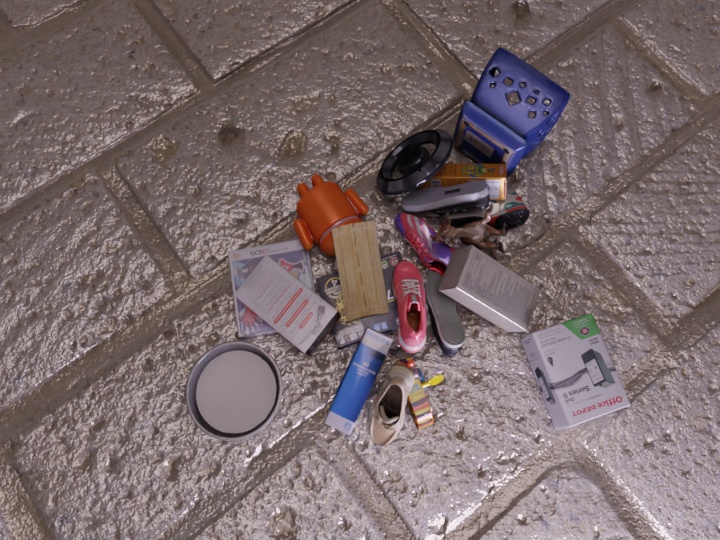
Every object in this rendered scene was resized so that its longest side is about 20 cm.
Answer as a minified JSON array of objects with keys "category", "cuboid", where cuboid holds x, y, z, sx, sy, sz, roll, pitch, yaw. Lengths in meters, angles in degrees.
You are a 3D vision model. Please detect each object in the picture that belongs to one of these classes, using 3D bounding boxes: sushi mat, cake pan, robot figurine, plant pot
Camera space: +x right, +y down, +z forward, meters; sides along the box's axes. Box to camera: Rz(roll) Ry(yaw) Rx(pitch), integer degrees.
[{"category":"sushi mat","cuboid":[0.000,0.000,1.172,0.095,0.012,0.202,-9,92,-6]},{"category":"cake pan","cuboid":[-0.259,0.248,1.153,0.198,0.037,0.203,0,73,-2]},{"category":"robot figurine","cuboid":[-0.068,-0.114,1.236,0.143,0.117,0.201,-20,71,-44]},{"category":"plant pot","cuboid":[0.330,-0.347,1.286,0.199,0.200,0.180,38,81,9]}]

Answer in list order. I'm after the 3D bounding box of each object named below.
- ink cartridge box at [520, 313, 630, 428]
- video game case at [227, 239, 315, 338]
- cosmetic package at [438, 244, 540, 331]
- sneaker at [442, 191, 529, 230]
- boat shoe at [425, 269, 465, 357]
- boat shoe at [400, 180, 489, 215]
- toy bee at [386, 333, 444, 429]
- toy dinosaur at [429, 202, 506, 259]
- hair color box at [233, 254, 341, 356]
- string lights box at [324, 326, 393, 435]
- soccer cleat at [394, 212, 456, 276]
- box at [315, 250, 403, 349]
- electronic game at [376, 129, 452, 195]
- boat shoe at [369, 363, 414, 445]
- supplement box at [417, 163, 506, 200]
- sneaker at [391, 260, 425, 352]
[{"category":"ink cartridge box","cuboid":[0.448,0.211,1.166,0.144,0.084,0.202,-17,74,-7]},{"category":"video game case","cuboid":[-0.192,0.037,1.231,0.180,0.023,0.202,-10,73,-5]},{"category":"cosmetic package","cuboid":[0.276,0.042,1.182,0.199,0.073,0.104,31,72,-17]},{"category":"sneaker","cuboid":[0.284,-0.138,1.291,0.197,0.071,0.094,-10,48,2]},{"category":"boat shoe","cuboid":[0.177,0.091,1.205,0.075,0.061,0.202,2,52,-5]},{"category":"boat shoe","cuboid":[0.190,-0.150,1.239,0.198,0.057,0.069,-7,39,18]},{"category":"toy bee","cuboid":[0.093,0.226,1.137,0.131,0.109,0.200,-41,78,-12]},{"category":"toy dinosaur","cuboid":[0.241,-0.079,1.220,0.134,0.200,0.087,-6,72,29]},{"category":"hair color box","cuboid":[-0.152,0.074,1.166,0.199,0.064,0.111,37,81,15]},{"category":"string lights box","cuboid":[-0.004,0.215,1.115,0.058,0.103,0.202,25,87,2]},{"category":"soccer cleat","cuboid":[0.145,-0.054,1.240,0.200,0.067,0.076,40,61,15]},{"category":"box","cuboid":[0.019,0.065,1.216,0.198,0.049,0.163,-17,77,-7]},{"category":"electronic game","cuboid":[0.121,-0.248,1.265,0.201,0.199,0.042,-52,123,-15]},{"category":"boat shoe","cuboid":[0.053,0.275,1.084,0.072,0.202,0.065,22,31,10]},{"category":"supplement box","cuboid":[0.232,-0.204,1.270,0.198,0.069,0.067,4,43,11]},{"category":"sneaker","cuboid":[0.109,0.061,1.144,0.073,0.087,0.202,-2,64,-5]}]
